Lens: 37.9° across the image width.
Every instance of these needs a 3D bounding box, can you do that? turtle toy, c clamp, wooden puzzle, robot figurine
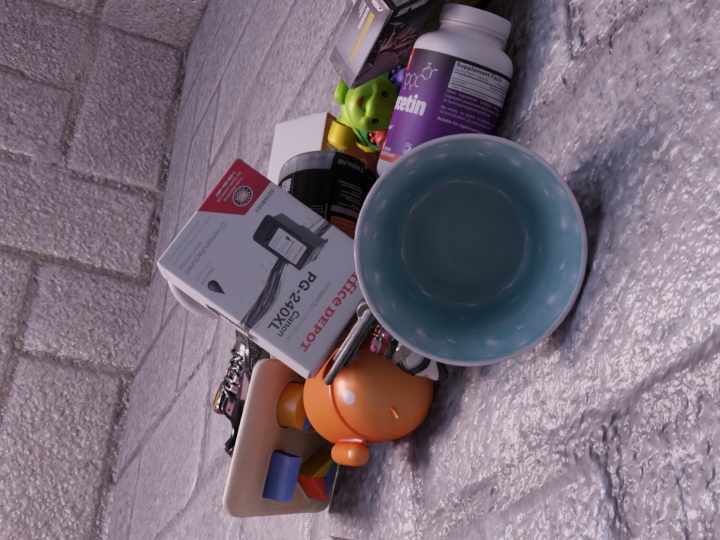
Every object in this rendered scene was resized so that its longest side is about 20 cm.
[{"bbox_3d":[0.030,-0.207,1.304,0.200,0.101,0.146,-10,-57,-63],"label":"turtle toy"},{"bbox_3d":[0.021,0.021,1.051,0.171,0.027,0.200,-56,1,43],"label":"c clamp"},{"bbox_3d":[-0.072,0.207,1.267,0.046,0.200,0.185,11,86,33],"label":"wooden puzzle"},{"bbox_3d":[0.008,0.132,1.155,0.144,0.117,0.200,-35,2,-25],"label":"robot figurine"}]

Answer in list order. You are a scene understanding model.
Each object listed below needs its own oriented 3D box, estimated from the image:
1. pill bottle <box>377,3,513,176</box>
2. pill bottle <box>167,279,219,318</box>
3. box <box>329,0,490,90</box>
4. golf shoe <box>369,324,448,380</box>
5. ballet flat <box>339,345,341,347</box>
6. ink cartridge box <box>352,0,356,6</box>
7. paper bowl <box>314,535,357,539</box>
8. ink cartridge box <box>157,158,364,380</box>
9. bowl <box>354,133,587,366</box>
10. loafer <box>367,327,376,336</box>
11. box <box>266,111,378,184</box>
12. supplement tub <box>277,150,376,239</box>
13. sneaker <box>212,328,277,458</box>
[{"bbox_3d":[0.096,-0.180,1.136,0.112,0.112,0.200,-148,74,-70],"label":"pill bottle"},{"bbox_3d":[-0.164,-0.026,1.296,0.200,0.116,0.116,-83,13,-72],"label":"pill bottle"},{"bbox_3d":[0.072,-0.297,1.169,0.048,0.200,0.158,54,153,9],"label":"box"},{"bbox_3d":[0.092,0.020,1.073,0.200,0.092,0.073,-59,-1,-16],"label":"golf shoe"},{"bbox_3d":[-0.045,0.120,1.391,0.200,0.072,0.072,120,157,-57],"label":"ballet flat"},{"bbox_3d":[0.080,-0.354,1.221,0.198,0.043,0.200,-38,-5,2],"label":"ink cartridge box"},{"bbox_3d":[-0.044,0.390,1.135,0.201,0.104,0.201,-166,90,-70],"label":"paper bowl"},{"bbox_3d":[-0.090,0.001,1.115,0.145,0.200,0.083,-55,-3,-12],"label":"ink cartridge box"},{"bbox_3d":[0.096,-0.023,0.947,0.105,0.201,0.201,-70,-3,-82],"label":"bowl"},{"bbox_3d":[0.000,0.000,1.325,0.070,0.070,0.200,60,-164,-50],"label":"loafer"},{"bbox_3d":[-0.058,-0.099,1.459,0.097,0.124,0.200,-7,67,38],"label":"box"},{"bbox_3d":[-0.046,-0.030,1.241,0.123,0.122,0.200,136,144,-57],"label":"supplement tub"},{"bbox_3d":[-0.139,0.145,1.281,0.080,0.086,0.200,-165,65,-66],"label":"sneaker"}]
